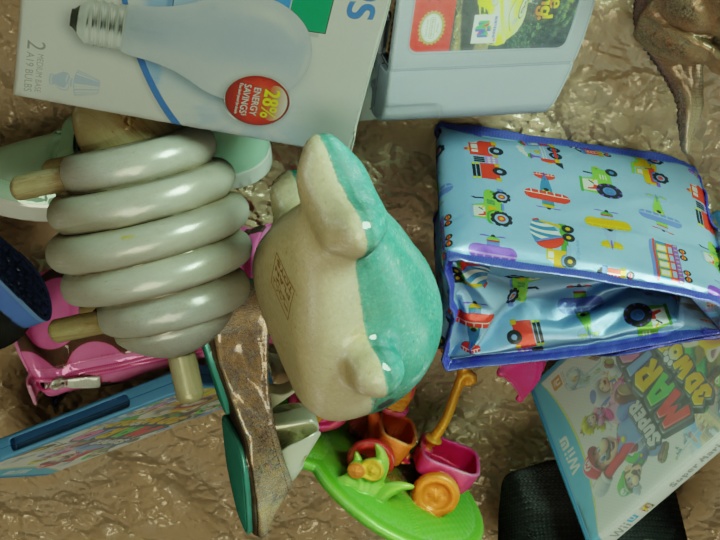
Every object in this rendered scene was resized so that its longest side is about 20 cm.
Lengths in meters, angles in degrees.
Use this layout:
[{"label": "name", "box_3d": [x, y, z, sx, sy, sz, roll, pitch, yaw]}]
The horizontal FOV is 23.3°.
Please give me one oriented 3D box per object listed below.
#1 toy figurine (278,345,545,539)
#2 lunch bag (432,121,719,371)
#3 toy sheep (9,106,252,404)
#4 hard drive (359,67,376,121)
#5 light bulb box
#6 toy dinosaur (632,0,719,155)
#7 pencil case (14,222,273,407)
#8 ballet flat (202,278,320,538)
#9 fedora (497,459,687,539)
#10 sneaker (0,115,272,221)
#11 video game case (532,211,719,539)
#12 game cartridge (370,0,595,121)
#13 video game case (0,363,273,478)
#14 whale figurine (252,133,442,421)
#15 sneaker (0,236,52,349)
[{"label": "toy figurine", "box_3d": [0.044, 0.071, 1.222, 0.199, 0.150, 0.185, 28, 111, -9]}, {"label": "lunch bag", "box_3d": [0.148, -0.020, 1.124, 0.198, 0.151, 0.095, -1, 128, 1]}, {"label": "toy sheep", "box_3d": [-0.129, -0.017, 1.047, 0.137, 0.138, 0.202, -13, 103, 9]}, {"label": "hard drive", "box_3d": [-0.003, -0.184, 1.077, 0.131, 0.026, 0.201, -6, 128, 4]}, {"label": "light bulb box", "box_3d": [-0.079, -0.188, 0.963, 0.198, 0.126, 0.199, 9, 137, -6]}, {"label": "toy dinosaur", "box_3d": [0.199, -0.169, 1.059, 0.134, 0.086, 0.201, 14, 139, -1]}, {"label": "pencil case", "box_3d": [-0.138, 0.031, 1.199, 0.198, 0.094, 0.091, -15, 126, 10]}, {"label": "ballet flat", "box_3d": [-0.062, 0.092, 1.152, 0.067, 0.068, 0.201, -16, 125, -11]}, {"label": "fedora", "box_3d": [0.170, 0.187, 1.300, 0.199, 0.092, 0.201, -3, 165, -1]}, {"label": "sneaker", "box_3d": [-0.161, -0.103, 1.108, 0.198, 0.074, 0.119, -10, 131, -2]}, {"label": "video game case", "box_3d": [0.205, 0.076, 1.194, 0.018, 0.144, 0.200, 20, 127, -35]}, {"label": "game cartridge", "box_3d": [0.080, -0.183, 1.050, 0.132, 0.041, 0.201, -7, 126, -20]}, {"label": "video game case", "box_3d": [-0.175, 0.109, 1.247, 0.199, 0.018, 0.143, -21, 170, 15]}, {"label": "whale figurine", "box_3d": [0.000, 0.000, 1.022, 0.103, 0.160, 0.201, -16, 148, -16]}, {"label": "sneaker", "box_3d": [-0.285, -0.017, 1.112, 0.078, 0.070, 0.200, -29, 123, 13]}]
